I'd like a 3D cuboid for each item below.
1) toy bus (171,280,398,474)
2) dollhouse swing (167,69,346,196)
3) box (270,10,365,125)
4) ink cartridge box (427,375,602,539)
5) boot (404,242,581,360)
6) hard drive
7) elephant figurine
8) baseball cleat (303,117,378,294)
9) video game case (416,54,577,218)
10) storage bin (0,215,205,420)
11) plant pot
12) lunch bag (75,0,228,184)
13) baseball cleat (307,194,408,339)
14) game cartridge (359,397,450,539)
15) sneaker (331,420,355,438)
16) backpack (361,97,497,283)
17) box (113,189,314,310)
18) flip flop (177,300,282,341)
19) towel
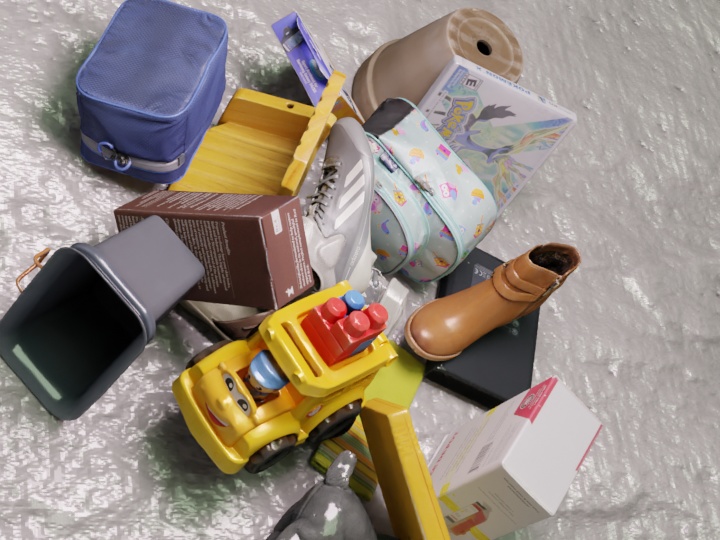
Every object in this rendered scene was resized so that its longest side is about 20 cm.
[{"bbox_3d":[-0.061,0.093,1.346,0.200,0.192,0.136,-23,74,-40],"label":"toy bus"},{"bbox_3d":[-0.122,-0.134,1.488,0.181,0.176,0.201,17,57,9],"label":"dollhouse swing"},{"bbox_3d":[-0.051,-0.237,1.640,0.119,0.041,0.200,62,8,10],"label":"box"},{"bbox_3d":[0.154,0.221,1.500,0.083,0.200,0.145,44,50,-8],"label":"ink cartridge box"},{"bbox_3d":[0.158,0.034,1.581,0.199,0.155,0.077,-10,69,-37],"label":"boot"},{"bbox_3d":[0.157,0.072,1.683,0.139,0.033,0.201,26,51,-18],"label":"hard drive"},{"bbox_3d":[-0.003,0.323,1.389,0.200,0.155,0.142,40,45,-1],"label":"elephant figurine"},{"bbox_3d":[-0.032,-0.071,1.466,0.106,0.070,0.201,1,80,-35],"label":"baseball cleat"},{"bbox_3d":[0.142,-0.158,1.698,0.182,0.200,0.022,22,38,-20],"label":"video game case"},{"bbox_3d":[-0.260,0.031,1.357,0.146,0.200,0.134,48,40,1],"label":"storage bin"},{"bbox_3d":[0.116,-0.242,1.744,0.199,0.173,0.201,14,59,-26],"label":"plant pot"},{"bbox_3d":[-0.234,-0.192,1.519,0.135,0.133,0.200,18,54,7],"label":"lunch bag"},{"bbox_3d":[0.000,0.000,1.550,0.070,0.106,0.201,-43,126,-74],"label":"baseball cleat"},{"bbox_3d":[0.051,0.235,1.416,0.032,0.176,0.201,-16,92,-11],"label":"game cartridge"},{"bbox_3d":[-0.097,0.134,1.475,0.199,0.072,0.083,11,53,-27],"label":"sneaker"},{"bbox_3d":[0.055,-0.080,1.615,0.200,0.176,0.153,40,59,-2],"label":"backpack"},{"bbox_3d":[-0.152,-0.025,1.392,0.075,0.199,0.101,-33,121,-48],"label":"box"},{"bbox_3d":[-0.127,0.045,1.508,0.200,0.058,0.081,37,51,-9],"label":"flip flop"},{"bbox_3d":[0.011,0.165,1.560,0.086,0.018,0.200,39,50,-15],"label":"towel"}]
